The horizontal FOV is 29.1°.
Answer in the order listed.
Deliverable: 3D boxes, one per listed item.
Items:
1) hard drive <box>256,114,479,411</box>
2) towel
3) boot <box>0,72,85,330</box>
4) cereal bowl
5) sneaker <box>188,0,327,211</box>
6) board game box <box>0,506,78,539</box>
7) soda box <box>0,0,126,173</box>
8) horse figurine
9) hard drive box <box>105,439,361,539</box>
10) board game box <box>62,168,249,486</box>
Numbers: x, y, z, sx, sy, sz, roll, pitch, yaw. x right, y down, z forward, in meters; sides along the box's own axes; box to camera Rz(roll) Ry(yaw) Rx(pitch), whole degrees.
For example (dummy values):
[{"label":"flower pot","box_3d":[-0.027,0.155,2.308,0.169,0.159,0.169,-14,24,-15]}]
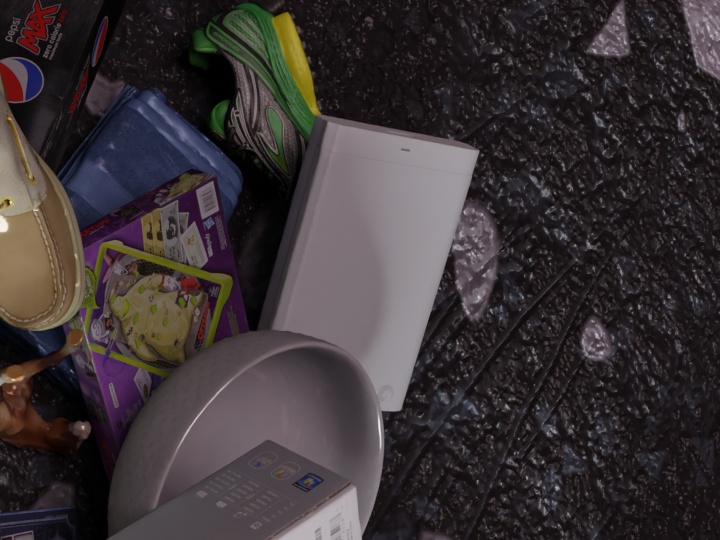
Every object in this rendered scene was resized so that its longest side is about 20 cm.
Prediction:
[{"label":"hard drive","box_3d":[0.000,0.000,0.967,0.131,0.026,0.201,6,106,-35]},{"label":"towel","box_3d":[-0.161,-0.019,0.904,0.112,0.048,0.201,44,56,-22]},{"label":"boot","box_3d":[-0.215,-0.051,0.707,0.155,0.072,0.201,-60,129,-80]},{"label":"cereal bowl","box_3d":[-0.079,0.129,0.863,0.199,0.083,0.202,-20,118,-42]},{"label":"sneaker","box_3d":[-0.065,-0.089,0.989,0.085,0.078,0.201,-23,89,-23]},{"label":"board game box","box_3d":[-0.219,0.203,0.744,0.200,0.034,0.137,11,69,-65]},{"label":"soda box","box_3d":[-0.203,-0.125,0.865,0.063,0.071,0.201,17,59,-3]},{"label":"horse figurine","box_3d":[-0.242,0.077,0.786,0.199,0.133,0.050,-4,67,-27]},{"label":"hard drive box","box_3d":[-0.090,0.213,0.762,0.199,0.076,0.157,-28,124,-39]},{"label":"board game box","box_3d":[-0.122,0.051,0.871,0.120,0.032,0.201,-36,129,-40]}]
